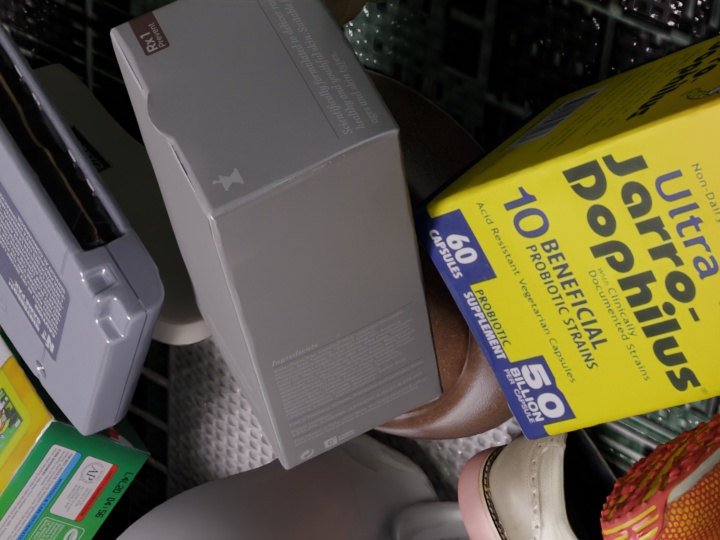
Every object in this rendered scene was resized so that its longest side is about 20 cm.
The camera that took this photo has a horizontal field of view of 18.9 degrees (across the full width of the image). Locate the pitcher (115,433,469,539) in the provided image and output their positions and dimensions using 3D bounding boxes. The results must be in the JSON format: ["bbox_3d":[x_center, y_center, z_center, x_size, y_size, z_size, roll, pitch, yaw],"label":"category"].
[{"bbox_3d":[-0.030,0.156,1.031,0.170,0.200,0.122,15,127,32],"label":"pitcher"}]

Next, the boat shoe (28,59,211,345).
[{"bbox_3d":[-0.128,-0.014,1.081,0.200,0.074,0.093,51,149,34],"label":"boat shoe"}]

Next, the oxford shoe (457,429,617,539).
[{"bbox_3d":[0.123,0.162,0.996,0.074,0.071,0.201,-33,94,46],"label":"oxford shoe"}]

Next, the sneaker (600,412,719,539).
[{"bbox_3d":[0.159,0.084,0.813,0.073,0.199,0.078,-33,77,37],"label":"sneaker"}]

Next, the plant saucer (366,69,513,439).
[{"bbox_3d":[0.000,0.000,1.023,0.199,0.032,0.202,23,131,28],"label":"plant saucer"}]

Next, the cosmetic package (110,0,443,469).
[{"bbox_3d":[-0.030,-0.019,0.880,0.201,0.090,0.107,84,160,-57],"label":"cosmetic package"}]

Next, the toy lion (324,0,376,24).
[{"bbox_3d":[-0.050,-0.224,0.886,0.199,0.069,0.193,31,126,22],"label":"toy lion"}]

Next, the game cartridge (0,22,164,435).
[{"bbox_3d":[-0.159,-0.028,1.004,0.201,0.041,0.133,56,149,17],"label":"game cartridge"}]

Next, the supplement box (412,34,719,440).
[{"bbox_3d":[0.136,-0.022,0.827,0.199,0.109,0.109,-19,104,46],"label":"supplement box"}]

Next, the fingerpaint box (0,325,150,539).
[{"bbox_3d":[-0.220,0.119,1.152,0.201,0.073,0.167,-55,43,11],"label":"fingerpaint box"}]
